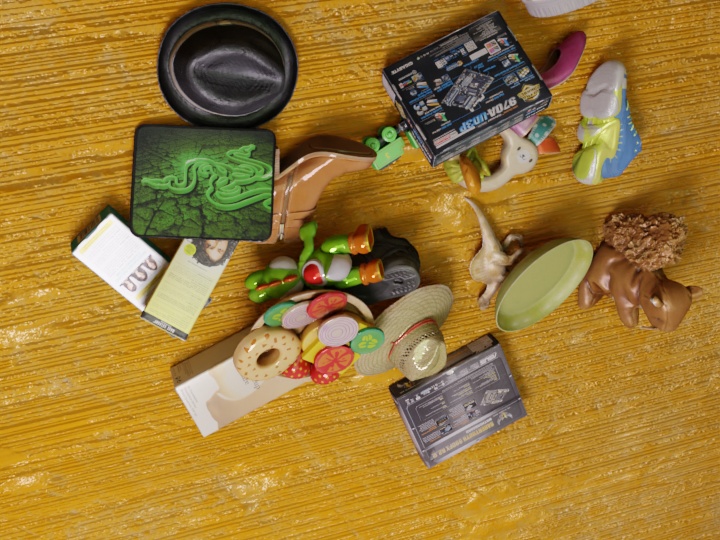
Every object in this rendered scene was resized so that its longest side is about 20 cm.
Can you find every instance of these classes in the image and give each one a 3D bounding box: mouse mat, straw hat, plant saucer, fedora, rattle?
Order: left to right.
[{"bbox_3d":[-0.220,-0.122,1.383,0.199,0.008,0.161,2,85,-3],"label":"mouse mat"},{"bbox_3d":[-0.175,-0.270,1.357,0.200,0.092,0.201,-6,112,-15],"label":"fedora"},{"bbox_3d":[0.091,0.123,1.548,0.201,0.085,0.201,-27,148,-19],"label":"straw hat"},{"bbox_3d":[0.235,-0.179,1.504,0.200,0.143,0.131,-1,92,-11],"label":"rattle"},{"bbox_3d":[0.291,0.018,1.608,0.200,0.031,0.200,-28,147,-20],"label":"plant saucer"}]

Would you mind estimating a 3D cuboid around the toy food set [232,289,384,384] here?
[{"bbox_3d":[-0.071,0.101,1.441,0.200,0.049,0.198,25,120,-37],"label":"toy food set"}]

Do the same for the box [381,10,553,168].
[{"bbox_3d":[0.153,-0.265,1.442,0.200,0.046,0.159,-28,76,-6],"label":"box"}]

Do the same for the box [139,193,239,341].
[{"bbox_3d":[-0.234,-0.005,1.406,0.075,0.050,0.200,28,85,-12],"label":"box"}]

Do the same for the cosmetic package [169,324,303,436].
[{"bbox_3d":[-0.180,0.158,1.529,0.200,0.071,0.105,-29,116,-6],"label":"cosmetic package"}]

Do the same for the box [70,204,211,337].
[{"bbox_3d":[-0.317,0.002,1.438,0.082,0.049,0.200,-44,116,2],"label":"box"}]

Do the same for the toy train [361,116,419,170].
[{"bbox_3d":[0.090,-0.218,1.488,0.200,0.042,0.056,-33,105,-4],"label":"toy train"}]

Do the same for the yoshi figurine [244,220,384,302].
[{"bbox_3d":[-0.069,-0.004,1.456,0.200,0.113,0.112,-15,149,9],"label":"yoshi figurine"}]

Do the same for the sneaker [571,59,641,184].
[{"bbox_3d":[0.402,-0.235,1.578,0.105,0.076,0.200,-3,118,-30],"label":"sneaker"}]

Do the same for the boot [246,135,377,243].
[{"bbox_3d":[-0.076,-0.116,1.460,0.199,0.074,0.155,-1,118,-6],"label":"boot"}]

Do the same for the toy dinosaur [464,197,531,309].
[{"bbox_3d":[0.222,-0.024,1.599,0.101,0.058,0.200,-12,113,-12],"label":"toy dinosaur"}]

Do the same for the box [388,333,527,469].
[{"bbox_3d":[0.167,0.221,1.678,0.200,0.048,0.159,-28,116,-6],"label":"box"}]

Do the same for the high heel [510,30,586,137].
[{"bbox_3d":[0.260,-0.304,1.501,0.096,0.067,0.200,37,86,-11],"label":"high heel"}]

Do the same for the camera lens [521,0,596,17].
[{"bbox_3d":[0.271,-0.479,1.386,0.160,0.160,0.200,-29,116,-6],"label":"camera lens"}]

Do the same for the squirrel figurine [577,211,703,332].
[{"bbox_3d":[0.465,0.003,1.615,0.141,0.187,0.200,-5,111,-16],"label":"squirrel figurine"}]

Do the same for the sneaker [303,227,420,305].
[{"bbox_3d":[0.000,0.000,1.535,0.199,0.114,0.076,-17,123,19],"label":"sneaker"}]
